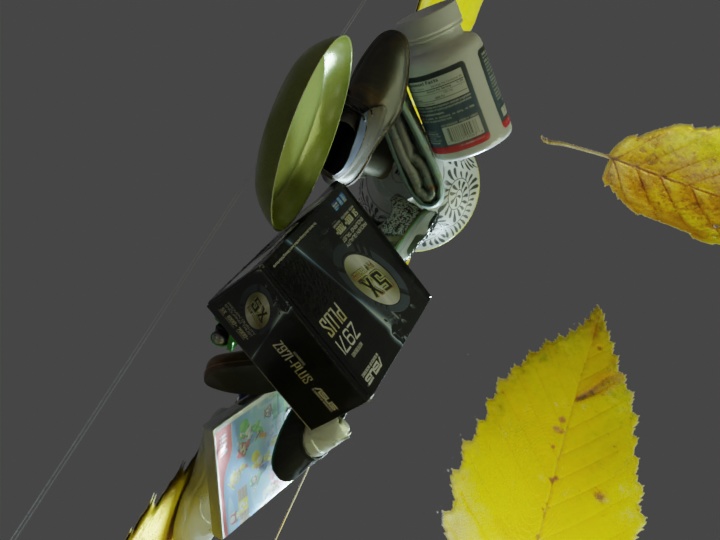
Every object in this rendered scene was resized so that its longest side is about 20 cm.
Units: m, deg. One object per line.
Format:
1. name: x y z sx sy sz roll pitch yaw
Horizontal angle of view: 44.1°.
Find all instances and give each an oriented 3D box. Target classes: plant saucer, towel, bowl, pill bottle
1. plant saucer: -0.059 -0.138 0.873 0.200 0.031 0.201 22 90 -83
2. towel: 0.066 -0.180 1.201 0.171 0.048 0.201 -31 99 -79
3. bowl: 0.073 -0.136 1.349 0.094 0.200 0.202 23 88 -66
4. pill bottle: 0.126 -0.267 1.246 0.201 0.119 0.120 67 26 -20

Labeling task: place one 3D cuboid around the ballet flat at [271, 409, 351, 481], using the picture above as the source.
1. ballet flat: -0.035 0.155 1.031 0.068 0.068 0.201 45 62 -37

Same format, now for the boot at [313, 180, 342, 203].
1. boot: 0.000 0.000 1.058 0.069 0.173 0.200 -52 173 -38

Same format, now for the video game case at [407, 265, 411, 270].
1. video game case: -0.020 0.087 1.384 0.181 0.023 0.201 -13 -137 43

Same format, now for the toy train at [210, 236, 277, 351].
1. toy train: -0.098 0.024 0.949 0.200 0.056 0.042 -60 169 -55

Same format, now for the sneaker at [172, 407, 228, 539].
1. sneaker: -0.162 0.269 1.062 0.075 0.088 0.201 -47 157 -72

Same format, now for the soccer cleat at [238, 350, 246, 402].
1. soccer cleat: -0.114 0.103 1.049 0.083 0.065 0.201 -29 142 -34

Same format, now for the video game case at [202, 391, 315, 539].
1. video game case: -0.103 0.195 1.022 0.200 0.017 0.144 -31 127 -49

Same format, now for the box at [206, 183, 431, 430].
1. box: -0.034 0.031 0.905 0.086 0.164 0.200 -32 -169 35

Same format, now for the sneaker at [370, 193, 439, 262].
1. sneaker: 0.034 -0.041 1.320 0.200 0.089 0.077 -49 175 35

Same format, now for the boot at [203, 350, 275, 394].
1. boot: -0.084 0.086 0.974 0.074 0.199 0.076 -46 -123 50

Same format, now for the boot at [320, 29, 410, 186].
1. boot: 0.005 -0.189 1.040 0.097 0.074 0.201 -44 157 -81

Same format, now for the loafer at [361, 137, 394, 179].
1. loafer: 0.014 -0.163 1.205 0.200 0.069 0.076 -50 160 -70
